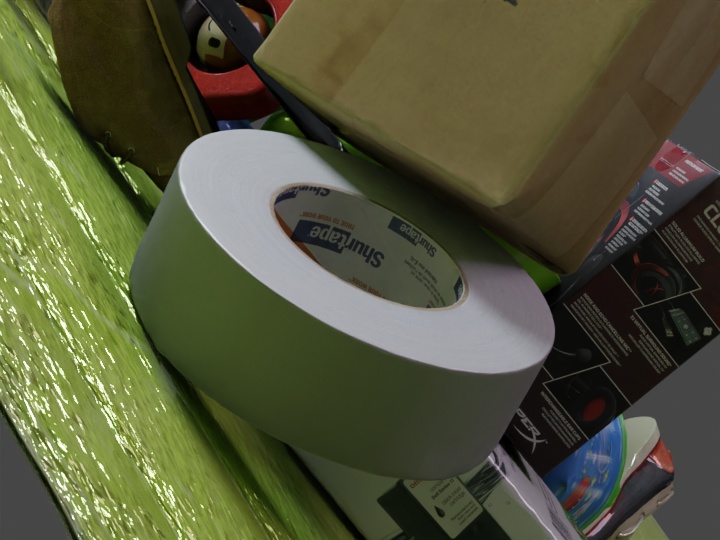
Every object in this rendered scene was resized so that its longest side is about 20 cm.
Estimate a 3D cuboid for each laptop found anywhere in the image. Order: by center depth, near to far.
[{"bbox_3d":[-0.067,-0.054,1.360,0.115,0.201,0.187,17,10,-4],"label":"laptop"}]

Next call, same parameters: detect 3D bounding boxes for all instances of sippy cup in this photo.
[{"bbox_3d":[0.095,0.106,1.504,0.178,0.139,0.130,55,4,10],"label":"sippy cup"}]

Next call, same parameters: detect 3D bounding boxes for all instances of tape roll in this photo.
[{"bbox_3d":[-0.009,0.014,1.171,0.200,0.066,0.200,23,23,-10],"label":"tape roll"}]

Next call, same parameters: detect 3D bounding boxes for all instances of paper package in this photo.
[{"bbox_3d":[0.080,-0.132,1.249,0.190,0.200,0.103,33,-2,32],"label":"paper package"}]

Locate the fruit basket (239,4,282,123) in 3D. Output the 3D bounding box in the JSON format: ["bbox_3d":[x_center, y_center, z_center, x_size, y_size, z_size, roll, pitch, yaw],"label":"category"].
[{"bbox_3d":[-0.089,-0.218,1.694,0.216,0.215,0.156,51,6,-21],"label":"fruit basket"}]

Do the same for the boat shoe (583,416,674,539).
[{"bbox_3d":[0.162,0.175,1.697,0.200,0.071,0.063,-41,119,-48],"label":"boat shoe"}]

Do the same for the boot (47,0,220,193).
[{"bbox_3d":[-0.115,-0.075,1.360,0.074,0.075,0.201,-131,-159,-81],"label":"boot"}]

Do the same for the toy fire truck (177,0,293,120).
[{"bbox_3d":[-0.062,-0.173,1.505,0.168,0.200,0.112,24,-21,34],"label":"toy fire truck"}]

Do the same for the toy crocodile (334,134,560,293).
[{"bbox_3d":[0.046,-0.059,1.341,0.200,0.068,0.062,48,3,38],"label":"toy crocodile"}]

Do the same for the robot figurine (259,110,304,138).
[{"bbox_3d":[-0.004,-0.066,1.728,0.175,0.116,0.200,24,-4,-30],"label":"robot figurine"}]

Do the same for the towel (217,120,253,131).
[{"bbox_3d":[-0.081,-0.057,1.558,0.112,0.048,0.200,52,5,-14],"label":"towel"}]

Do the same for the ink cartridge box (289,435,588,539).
[{"bbox_3d":[0.049,0.124,1.319,0.200,0.083,0.147,52,5,-9],"label":"ink cartridge box"}]

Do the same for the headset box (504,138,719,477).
[{"bbox_3d":[0.142,0.008,1.360,0.075,0.200,0.149,50,1,-15],"label":"headset box"}]
